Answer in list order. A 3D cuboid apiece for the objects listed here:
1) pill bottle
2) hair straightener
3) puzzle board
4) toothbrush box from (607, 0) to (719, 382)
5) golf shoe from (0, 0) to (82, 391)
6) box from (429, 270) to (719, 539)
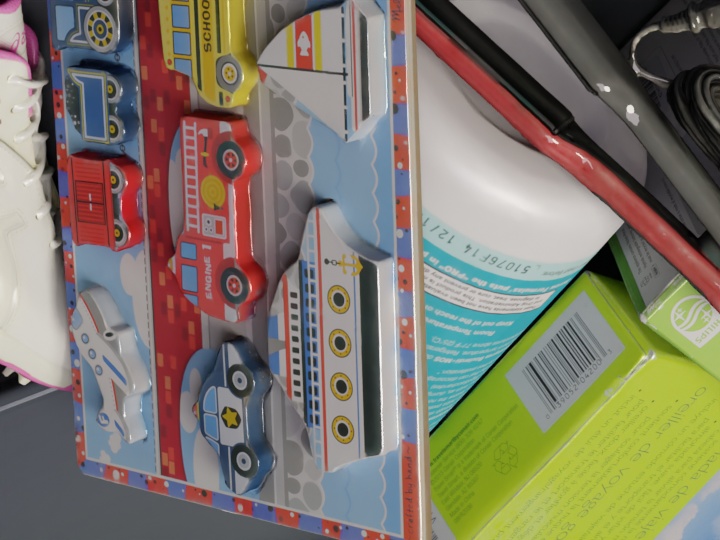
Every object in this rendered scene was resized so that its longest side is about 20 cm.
[{"bbox_3d":[0.000,0.000,0.786,0.110,0.111,0.200,25,129,-20],"label":"pill bottle"},{"bbox_3d":[0.092,-0.048,0.682,0.200,0.041,0.077,46,109,9],"label":"hair straightener"},{"bbox_3d":[-0.044,-0.017,0.734,0.150,0.017,0.202,9,108,38],"label":"puzzle board"},{"bbox_3d":[0.177,0.005,0.803,0.199,0.146,0.086,34,111,-25],"label":"toothbrush box"},{"bbox_3d":[-0.132,-0.042,0.782,0.091,0.075,0.200,-34,120,9],"label":"golf shoe"},{"bbox_3d":[0.111,0.072,0.855,0.122,0.048,0.199,-48,144,20],"label":"box"}]
